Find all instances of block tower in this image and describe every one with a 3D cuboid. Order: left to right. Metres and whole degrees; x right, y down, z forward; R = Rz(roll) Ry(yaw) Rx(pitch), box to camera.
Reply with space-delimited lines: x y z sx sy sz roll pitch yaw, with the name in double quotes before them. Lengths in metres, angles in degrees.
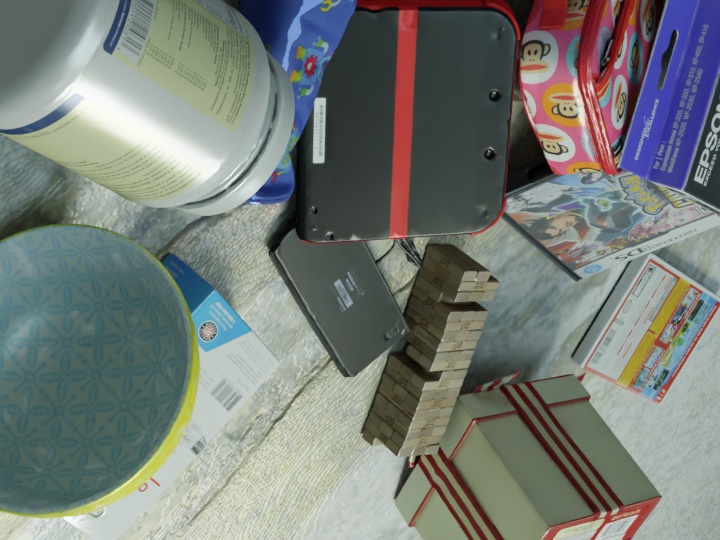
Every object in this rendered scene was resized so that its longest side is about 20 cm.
"block tower" 0.065 0.079 1.338 0.054 0.058 0.202 0 118 -43

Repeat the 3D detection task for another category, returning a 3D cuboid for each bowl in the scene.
"bowl" -0.195 0.079 1.000 0.200 0.200 0.108 -47 159 -8

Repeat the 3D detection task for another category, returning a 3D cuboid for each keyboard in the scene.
"keyboard" 0.000 0.000 1.249 0.127 0.021 0.201 -39 139 -10

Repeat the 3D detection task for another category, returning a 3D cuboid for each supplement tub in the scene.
"supplement tub" -0.148 -0.126 0.920 0.199 0.145 0.146 29 95 -50

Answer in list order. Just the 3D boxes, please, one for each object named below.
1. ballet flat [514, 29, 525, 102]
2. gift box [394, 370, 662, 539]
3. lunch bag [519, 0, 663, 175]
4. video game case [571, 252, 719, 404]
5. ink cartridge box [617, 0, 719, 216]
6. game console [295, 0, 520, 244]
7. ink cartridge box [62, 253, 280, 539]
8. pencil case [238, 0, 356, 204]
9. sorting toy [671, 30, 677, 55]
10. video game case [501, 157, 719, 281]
"ballet flat" 0.107 -0.167 1.225 0.199 0.046 0.068 -22 121 -40
"gift box" 0.166 0.203 1.416 0.183 0.187 0.201 -2 133 -41
"lunch bag" 0.189 -0.198 1.196 0.177 0.081 0.201 62 40 -46
"video game case" 0.322 0.066 1.607 0.199 0.017 0.144 25 98 -49
"ink cartridge box" 0.304 -0.157 1.234 0.199 0.043 0.200 14 92 -52
"game console" 0.036 -0.117 1.140 0.175 0.031 0.202 -3 117 -9
"ink cartridge box" -0.170 0.102 1.115 0.200 0.068 0.116 -47 138 -9
"pencil case" -0.057 -0.148 1.046 0.087 0.078 0.202 -8 122 -57
"sorting toy" 0.315 -0.229 1.322 0.186 0.036 0.202 -58 149 -43
"video game case" 0.237 -0.064 1.346 0.179 0.026 0.200 -22 148 25
